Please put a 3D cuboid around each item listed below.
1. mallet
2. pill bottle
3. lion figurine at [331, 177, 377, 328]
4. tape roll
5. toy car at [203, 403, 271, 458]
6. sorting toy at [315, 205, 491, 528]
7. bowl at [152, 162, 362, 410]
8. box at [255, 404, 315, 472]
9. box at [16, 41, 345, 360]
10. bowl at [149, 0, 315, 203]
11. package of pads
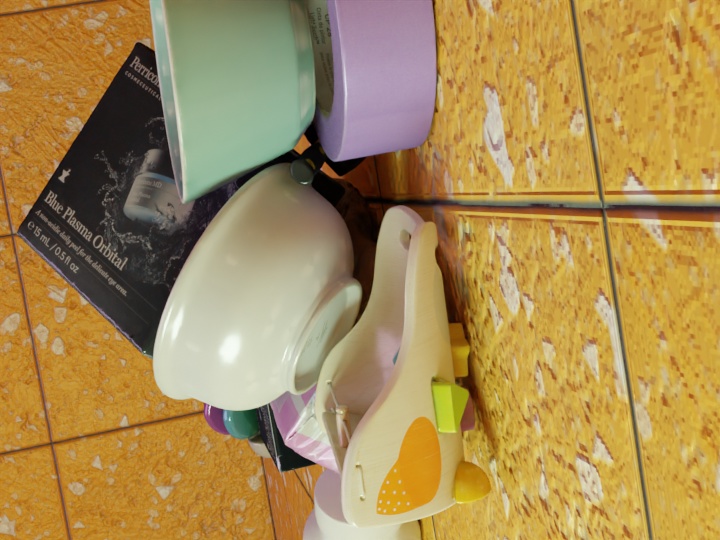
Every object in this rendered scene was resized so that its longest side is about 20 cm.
[{"bbox_3d":[-0.025,-0.086,0.964,0.066,0.041,0.200,49,-165,-15],"label":"mallet"},{"bbox_3d":[0.003,0.275,1.148,0.112,0.109,0.202,-114,16,-52],"label":"pill bottle"},{"bbox_3d":[0.000,0.000,1.038,0.200,0.072,0.124,33,109,57],"label":"lion figurine"},{"bbox_3d":[-0.005,-0.181,0.861,0.200,0.065,0.204,169,90,-80],"label":"tape roll"},{"bbox_3d":[-0.201,0.228,2.145,0.200,0.147,0.178,-133,34,-72],"label":"toy car"},{"bbox_3d":[0.030,0.052,0.839,0.200,0.105,0.183,-125,36,-78],"label":"sorting toy"},{"bbox_3d":[-0.060,0.029,0.927,0.090,0.202,0.202,28,148,17],"label":"bowl"},{"bbox_3d":[-0.068,0.128,1.414,0.200,0.105,0.151,-162,62,-80],"label":"box"},{"bbox_3d":[-0.154,-0.050,1.047,0.196,0.201,0.117,36,-177,32],"label":"box"},{"bbox_3d":[-0.093,-0.157,0.891,0.201,0.103,0.204,171,90,-80],"label":"bowl"},{"bbox_3d":[-0.018,0.108,1.065,0.076,0.120,0.200,-56,20,8],"label":"package of pads"}]
